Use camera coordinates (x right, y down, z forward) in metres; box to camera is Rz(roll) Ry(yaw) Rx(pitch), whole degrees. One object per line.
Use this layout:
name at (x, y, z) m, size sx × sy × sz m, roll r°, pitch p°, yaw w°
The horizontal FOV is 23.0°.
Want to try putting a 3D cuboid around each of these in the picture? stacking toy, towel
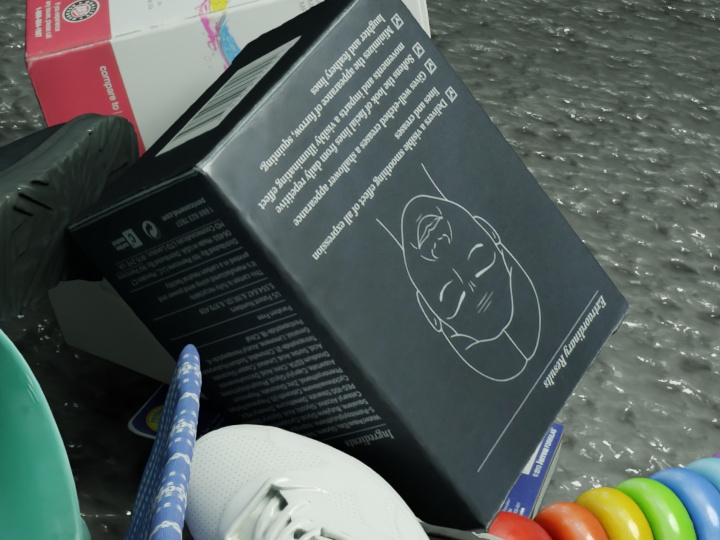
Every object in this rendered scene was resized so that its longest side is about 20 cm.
stacking toy at (0.125, 0.129, 0.813) m, size 0.199 × 0.086 × 0.085 m, roll -5°, pitch 31°, yaw -26°
towel at (-0.092, 0.134, 0.657) m, size 0.024 × 0.145 × 0.200 m, roll 16°, pitch 25°, yaw -9°

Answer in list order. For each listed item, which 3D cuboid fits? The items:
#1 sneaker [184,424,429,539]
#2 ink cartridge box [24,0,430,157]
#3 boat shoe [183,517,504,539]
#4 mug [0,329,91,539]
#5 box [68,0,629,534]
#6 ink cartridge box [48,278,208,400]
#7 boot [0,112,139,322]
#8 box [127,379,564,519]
sneaker at (-0.017, 0.105, 0.649) m, size 0.200 × 0.074 × 0.116 m, roll 35°, pitch -4°, yaw 36°
ink cartridge box at (-0.070, -0.133, 0.930) m, size 0.199 × 0.086 × 0.148 m, roll -12°, pitch 34°, yaw 0°
boat shoe at (-0.002, 0.133, 0.733) m, size 0.199 × 0.060 × 0.074 m, roll 10°, pitch 57°, yaw 31°
mug at (-0.182, 0.111, 0.681) m, size 0.114 × 0.185 × 0.152 m, roll -14°, pitch 37°, yaw 10°
box at (0.000, 0.000, 0.787) m, size 0.107 × 0.200 × 0.149 m, roll -20°, pitch 24°, yaw 49°
ink cartridge box at (-0.052, -0.028, 0.928) m, size 0.144 × 0.085 × 0.200 m, roll 18°, pitch 45°, yaw 33°
boot at (-0.203, -0.032, 0.784) m, size 0.168 × 0.077 × 0.200 m, roll 7°, pitch 17°, yaw 12°
box at (-0.006, 0.090, 0.893) m, size 0.199 × 0.033 × 0.121 m, roll 16°, pitch 27°, yaw 11°
